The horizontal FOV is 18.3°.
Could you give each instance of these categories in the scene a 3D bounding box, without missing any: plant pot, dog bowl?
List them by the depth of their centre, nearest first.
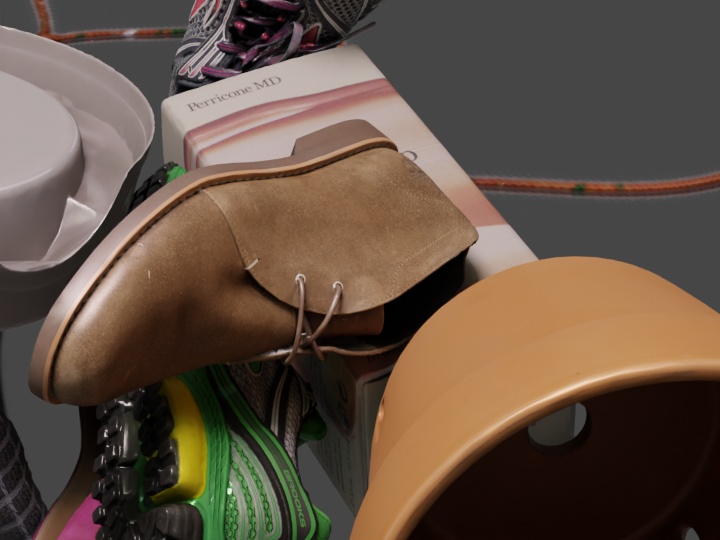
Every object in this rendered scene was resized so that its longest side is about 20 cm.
[{"bbox_3d":[0.084,0.087,0.787,0.200,0.200,0.140,-20,29,0],"label":"plant pot"},{"bbox_3d":[-0.181,-0.038,0.858,0.200,0.059,0.200,6,26,-3],"label":"dog bowl"}]

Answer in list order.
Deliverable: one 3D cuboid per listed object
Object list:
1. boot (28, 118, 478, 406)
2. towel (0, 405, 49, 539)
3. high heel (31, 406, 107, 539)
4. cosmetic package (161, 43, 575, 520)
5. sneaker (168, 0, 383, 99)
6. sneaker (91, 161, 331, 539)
[{"bbox_3d":[-0.032,0.005,0.808,0.075,0.074,0.200,38,42,23],"label":"boot"},{"bbox_3d":[-0.213,0.052,0.923,0.086,0.166,0.200,-39,49,-23],"label":"towel"},{"bbox_3d":[-0.107,0.062,0.917,0.067,0.096,0.200,-48,42,23],"label":"high heel"},{"bbox_3d":[0.000,0.000,0.941,0.103,0.087,0.200,-20,44,-19],"label":"cosmetic package"},{"bbox_3d":[-0.039,-0.111,1.014,0.081,0.200,0.075,32,62,3],"label":"sneaker"},{"bbox_3d":[-0.063,0.043,0.881,0.085,0.078,0.200,15,46,-30],"label":"sneaker"}]
